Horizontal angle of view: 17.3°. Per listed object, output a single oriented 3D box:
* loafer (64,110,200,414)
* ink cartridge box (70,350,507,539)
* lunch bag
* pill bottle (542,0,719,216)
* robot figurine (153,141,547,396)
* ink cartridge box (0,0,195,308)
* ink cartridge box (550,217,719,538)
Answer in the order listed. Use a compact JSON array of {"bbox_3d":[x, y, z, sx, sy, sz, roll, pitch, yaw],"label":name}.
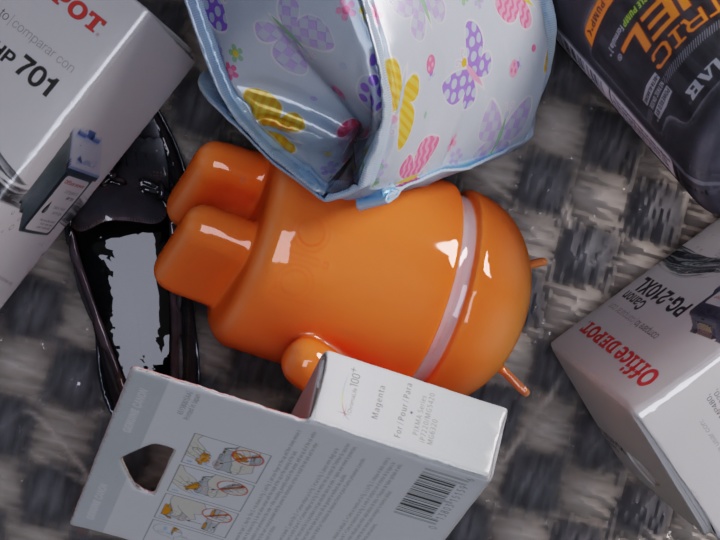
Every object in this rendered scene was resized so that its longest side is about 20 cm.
[{"bbox_3d":[-0.117,-0.013,1.208,0.072,0.063,0.200,-11,94,-5],"label":"loafer"},{"bbox_3d":[-0.041,0.098,1.158,0.173,0.200,0.044,19,59,-6],"label":"ink cartridge box"},{"bbox_3d":[0.001,-0.136,1.152,0.127,0.169,0.200,-19,93,38],"label":"lunch bag"},{"bbox_3d":[0.180,-0.098,1.162,0.106,0.106,0.200,-34,53,-3],"label":"pill bottle"},{"bbox_3d":[0.000,0.002,1.188,0.200,0.144,0.117,17,108,-15],"label":"robot figurine"},{"bbox_3d":[-0.203,-0.079,1.165,0.146,0.086,0.200,38,89,18],"label":"ink cartridge box"},{"bbox_3d":[0.213,0.028,1.196,0.200,0.145,0.084,-36,107,-3],"label":"ink cartridge box"}]
